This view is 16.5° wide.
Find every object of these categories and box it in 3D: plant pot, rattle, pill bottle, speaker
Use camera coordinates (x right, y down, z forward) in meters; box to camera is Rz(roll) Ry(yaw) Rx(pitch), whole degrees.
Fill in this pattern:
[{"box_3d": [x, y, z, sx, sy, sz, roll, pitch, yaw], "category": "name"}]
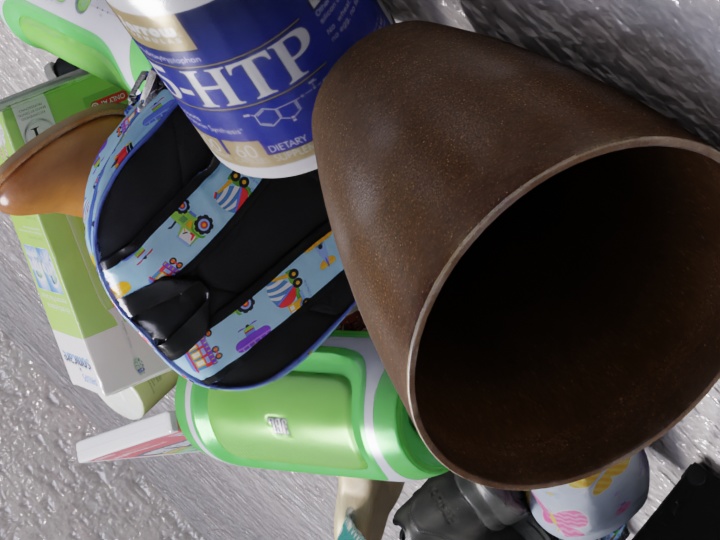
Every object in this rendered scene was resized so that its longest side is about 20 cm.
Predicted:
[{"box_3d": [0.061, -0.031, 1.172, 0.200, 0.187, 0.187, 51, 177, 46], "category": "plant pot"}, {"box_3d": [-0.034, 0.127, 1.648, 0.142, 0.201, 0.130, 17, 158, 0], "category": "rattle"}, {"box_3d": [-0.067, -0.152, 1.242, 0.120, 0.120, 0.200, 30, 162, 45], "category": "pill bottle"}, {"box_3d": [-0.152, -0.160, 1.548, 0.200, 0.088, 0.089, 28, 160, 48], "category": "speaker"}, {"box_3d": [-0.024, 0.083, 1.547, 0.199, 0.089, 0.089, 1, 139, 45], "category": "speaker"}]

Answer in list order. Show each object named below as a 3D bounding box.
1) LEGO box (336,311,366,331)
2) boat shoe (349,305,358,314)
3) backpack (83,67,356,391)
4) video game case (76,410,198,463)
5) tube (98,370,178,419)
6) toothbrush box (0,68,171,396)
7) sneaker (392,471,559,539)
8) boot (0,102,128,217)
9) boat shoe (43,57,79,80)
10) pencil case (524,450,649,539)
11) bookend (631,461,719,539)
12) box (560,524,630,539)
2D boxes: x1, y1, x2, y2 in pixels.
[{"box_3d": [-0.068, 0.046, 1.954, 0.200, 0.077, 0.149, 33, 163, 39], "category": "LEGO box"}, {"box_3d": [0.000, 0.000, 1.618, 0.065, 0.074, 0.200, 45, 169, 11], "category": "boat shoe"}, {"box_3d": [-0.070, -0.040, 1.424, 0.183, 0.200, 0.134, 49, 166, -26], "category": "backpack"}, {"box_3d": [-0.085, 0.113, 1.783, 0.143, 0.199, 0.018, -21, 75, 54], "category": "video game case"}, {"box_3d": [-0.109, 0.024, 1.757, 0.052, 0.200, 0.058, 9, 136, 44], "category": "tube"}, {"box_3d": [-0.150, -0.038, 1.644, 0.086, 0.145, 0.201, 6, 119, 68], "category": "toothbrush box"}, {"box_3d": [0.074, 0.166, 1.652, 0.076, 0.091, 0.200, 60, -173, 25], "category": "sneaker"}, {"box_3d": [-0.124, -0.022, 1.528, 0.077, 0.199, 0.156, -41, 72, 41], "category": "boot"}, {"box_3d": [-0.163, -0.113, 1.781, 0.076, 0.060, 0.200, 38, -175, -47], "category": "boat shoe"}, {"box_3d": [0.124, 0.089, 1.511, 0.091, 0.083, 0.200, 52, 173, 30], "category": "pencil case"}, {"box_3d": [0.249, 0.236, 1.575, 0.200, 0.092, 0.199, 39, 168, 11], "category": "bookend"}, {"box_3d": [0.097, 0.119, 1.777, 0.200, 0.038, 0.137, 36, 164, 31], "category": "box"}]
